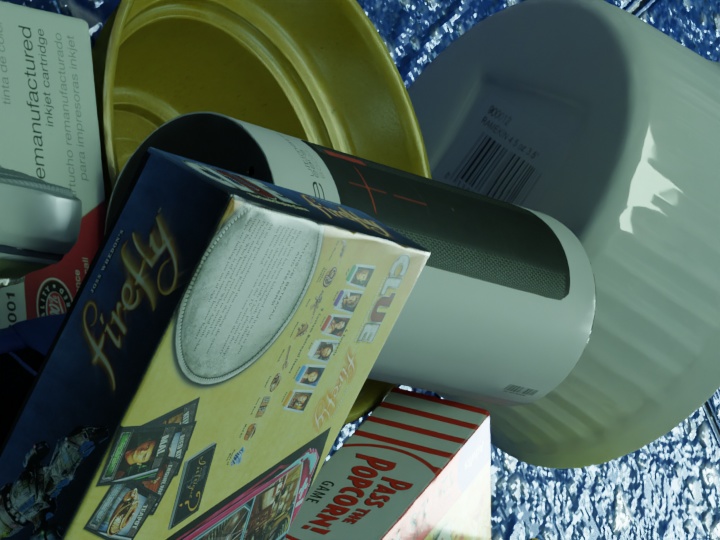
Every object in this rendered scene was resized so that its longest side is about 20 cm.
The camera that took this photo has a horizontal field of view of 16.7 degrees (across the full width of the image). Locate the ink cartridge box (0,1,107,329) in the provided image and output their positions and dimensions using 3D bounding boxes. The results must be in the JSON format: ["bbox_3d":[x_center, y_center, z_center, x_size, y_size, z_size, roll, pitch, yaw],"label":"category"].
[{"bbox_3d":[-0.179,-0.020,0.802,0.200,0.083,0.146,7,74,-53],"label":"ink cartridge box"}]

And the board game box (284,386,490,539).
[{"bbox_3d":[0.000,0.169,0.944,0.152,0.046,0.200,-44,140,-50],"label":"board game box"}]

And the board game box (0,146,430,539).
[{"bbox_3d":[-0.063,0.067,0.763,0.200,0.035,0.135,-63,153,6],"label":"board game box"}]

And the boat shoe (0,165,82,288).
[{"bbox_3d":[-0.165,-0.007,0.703,0.200,0.072,0.062,2,103,-49],"label":"boat shoe"}]

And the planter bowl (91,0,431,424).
[{"bbox_3d":[-0.060,-0.030,0.966,0.200,0.083,0.201,24,59,-48],"label":"planter bowl"}]

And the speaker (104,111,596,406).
[{"bbox_3d":[0.000,0.000,0.898,0.200,0.081,0.081,15,67,-50],"label":"speaker"}]

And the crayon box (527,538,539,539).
[{"bbox_3d":[0.118,0.173,1.059,0.127,0.200,0.051,34,87,2],"label":"crayon box"}]

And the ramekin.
[{"bbox_3d":[0.085,-0.023,1.071,0.098,0.200,0.201,31,54,-35],"label":"ramekin"}]

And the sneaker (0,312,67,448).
[{"bbox_3d":[-0.145,0.084,0.747,0.200,0.070,0.078,-25,61,-18],"label":"sneaker"}]
